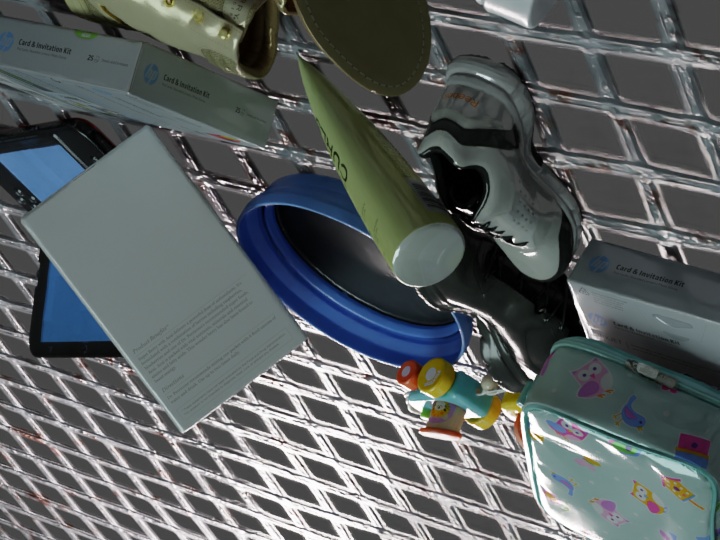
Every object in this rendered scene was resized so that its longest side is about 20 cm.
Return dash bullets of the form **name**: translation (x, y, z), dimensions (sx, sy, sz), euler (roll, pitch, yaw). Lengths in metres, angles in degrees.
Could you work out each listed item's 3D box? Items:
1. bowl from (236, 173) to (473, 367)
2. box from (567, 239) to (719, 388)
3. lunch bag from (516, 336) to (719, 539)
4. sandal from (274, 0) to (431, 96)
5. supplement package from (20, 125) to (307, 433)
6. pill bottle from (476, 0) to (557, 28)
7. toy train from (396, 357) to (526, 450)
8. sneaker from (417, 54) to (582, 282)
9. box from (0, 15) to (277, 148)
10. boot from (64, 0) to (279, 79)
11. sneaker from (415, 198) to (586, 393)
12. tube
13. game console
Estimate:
- **bowl**: translation (0.000, 0.000, 1.651), dimensions (0.200, 0.039, 0.201), euler (26, 155, 13)
- **box**: translation (0.236, 0.070, 1.483), dimensions (0.156, 0.041, 0.200), euler (17, 152, 31)
- **lunch bag**: translation (0.188, 0.128, 1.489), dimensions (0.160, 0.077, 0.200), euler (25, 154, 21)
- **sandal**: translation (-0.036, -0.199, 1.317), dimensions (0.212, 0.078, 0.070), euler (50, 171, -21)
- **supplement package**: translation (-0.148, 0.006, 1.644), dimensions (0.200, 0.121, 0.120), euler (54, 176, -3)
- **pill bottle**: translation (0.023, -0.215, 1.144), dimensions (0.200, 0.114, 0.114), euler (27, 155, 11)
- **toy train**: translation (0.119, 0.130, 1.676), dimensions (0.200, 0.056, 0.150), euler (13, 157, 13)
- **sneaker**: translation (0.085, -0.050, 1.414), dimensions (0.074, 0.080, 0.200), euler (12, 150, 34)
- **box**: translation (-0.184, -0.138, 1.539), dimensions (0.200, 0.041, 0.156), euler (15, 177, 36)
- **boot**: translation (-0.134, -0.201, 1.395), dimensions (0.155, 0.073, 0.200), euler (25, 159, 19)
- **sneaker**: translation (0.108, 0.013, 1.529), dimensions (0.091, 0.076, 0.200), euler (-4, 145, 38)
- **tube**: translation (0.007, -0.066, 1.431), dimensions (0.200, 0.052, 0.058), euler (58, 138, 45)
- **game console**: translation (-0.254, -0.025, 1.810), dimensions (0.200, 0.119, 0.172), euler (-3, 137, 51)
